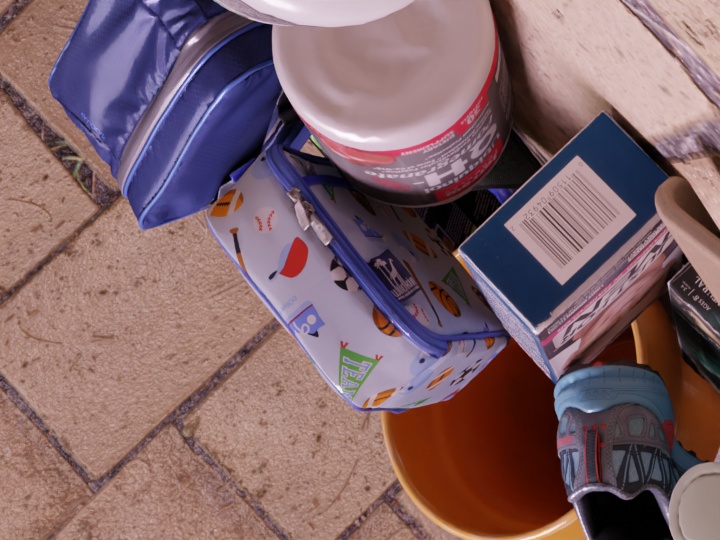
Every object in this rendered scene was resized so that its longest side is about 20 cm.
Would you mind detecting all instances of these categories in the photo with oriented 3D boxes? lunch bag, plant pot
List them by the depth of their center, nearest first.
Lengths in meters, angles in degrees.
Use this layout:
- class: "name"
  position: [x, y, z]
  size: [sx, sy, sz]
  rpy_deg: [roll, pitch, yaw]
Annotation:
- class: "lunch bag"
  position: [0.000, 0.000, 1.043]
  size: [0.161, 0.075, 0.200]
  rpy_deg: [53, -166, 16]
- class: "lunch bag"
  position: [-0.081, -0.121, 1.092]
  size: [0.133, 0.135, 0.200]
  rpy_deg: [55, 143, 11]
- class: "plant pot"
  position: [0.145, 0.089, 1.212]
  size: [0.183, 0.201, 0.200]
  rpy_deg: [19, -158, -50]

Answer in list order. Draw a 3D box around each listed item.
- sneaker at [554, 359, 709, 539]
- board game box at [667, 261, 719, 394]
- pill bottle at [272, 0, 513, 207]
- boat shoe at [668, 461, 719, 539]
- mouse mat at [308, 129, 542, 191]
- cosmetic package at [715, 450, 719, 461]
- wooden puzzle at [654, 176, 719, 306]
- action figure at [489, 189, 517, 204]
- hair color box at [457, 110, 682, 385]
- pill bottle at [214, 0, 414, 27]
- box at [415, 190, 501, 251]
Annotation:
- class: "sneaker"
  position: [0.152, 0.139, 1.016]
  size: [0.200, 0.079, 0.096]
  rpy_deg: [52, -143, -42]
- class: "board game box"
  position: [0.229, 0.067, 1.012]
  size: [0.135, 0.028, 0.200]
  rpy_deg: [46, 179, 19]
- class: "pill bottle"
  position: [0.024, -0.096, 0.972]
  size: [0.111, 0.111, 0.200]
  rpy_deg: [47, 179, 14]
- class: "boat shoe"
  position: [0.252, 0.138, 0.911]
  size: [0.200, 0.072, 0.060]
  rpy_deg: [13, 177, 44]
- class: "mouse mat"
  position: [0.012, -0.105, 1.165]
  size: [0.161, 0.008, 0.199]
  rpy_deg: [48, 154, -25]
- class: "cosmetic package"
  position: [0.248, 0.223, 1.380]
  size: [0.123, 0.200, 0.199]
  rpy_deg: [47, 179, -39]
- class: "wooden puzzle"
  position: [0.217, 0.056, 0.757]
  size: [0.185, 0.046, 0.200]
  rpy_deg: [49, -177, -42]
- class: "action figure"
  position: [0.081, -0.042, 1.268]
  size: [0.200, 0.099, 0.065]
  rpy_deg: [45, 180, 4]
- class: "hair color box"
  position: [0.115, -0.004, 0.956]
  size: [0.061, 0.100, 0.200]
  rpy_deg: [47, 180, 14]
- class: "pill bottle"
  position: [-0.017, -0.146, 0.669]
  size: [0.113, 0.113, 0.200]
  rpy_deg: [47, 180, -12]
- class: "box"
  position: [0.070, -0.002, 1.336]
  size: [0.193, 0.047, 0.201]
  rpy_deg: [49, -140, -27]
